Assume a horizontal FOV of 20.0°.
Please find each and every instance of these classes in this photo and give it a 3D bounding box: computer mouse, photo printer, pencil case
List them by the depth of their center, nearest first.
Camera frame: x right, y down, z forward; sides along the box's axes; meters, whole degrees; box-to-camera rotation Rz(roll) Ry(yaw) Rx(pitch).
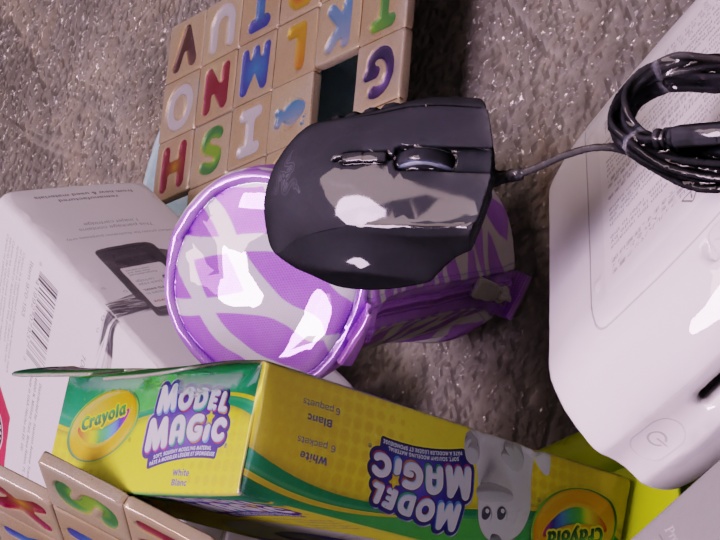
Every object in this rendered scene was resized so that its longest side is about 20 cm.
[{"bbox_3d":[0.045,-0.034,0.621,0.199,0.034,0.059,-12,59,36],"label":"computer mouse"},{"bbox_3d":[0.131,-0.029,0.669,0.167,0.069,0.200,-50,12,22],"label":"photo printer"},{"bbox_3d":[0.000,0.000,0.785,0.085,0.200,0.084,37,107,16],"label":"pencil case"}]

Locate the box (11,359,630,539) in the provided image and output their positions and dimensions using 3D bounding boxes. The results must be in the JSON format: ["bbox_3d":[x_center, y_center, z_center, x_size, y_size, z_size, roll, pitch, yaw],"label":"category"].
[{"bbox_3d":[-0.015,0.070,0.703,0.117,0.199,0.049,-5,68,50],"label":"box"}]

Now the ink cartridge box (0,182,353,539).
[{"bbox_3d":[-0.098,0.070,0.932,0.200,0.083,0.146,42,128,44],"label":"ink cartridge box"}]

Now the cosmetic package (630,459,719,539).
[{"bbox_3d":[0.157,0.092,0.596,0.200,0.090,0.107,-42,53,16],"label":"cosmetic package"}]

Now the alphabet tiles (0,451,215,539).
[{"bbox_3d":[-0.045,0.131,0.717,0.199,0.167,0.006,25,62,15],"label":"alphabet tiles"}]

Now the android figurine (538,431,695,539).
[{"bbox_3d":[0.085,0.144,0.741,0.199,0.041,0.184,-33,50,40],"label":"android figurine"}]

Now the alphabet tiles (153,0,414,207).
[{"bbox_3d":[-0.039,-0.101,0.981,0.199,0.008,0.169,-19,60,48],"label":"alphabet tiles"}]

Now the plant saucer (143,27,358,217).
[{"bbox_3d":[-0.040,-0.044,0.998,0.200,0.038,0.203,-27,54,44],"label":"plant saucer"}]
